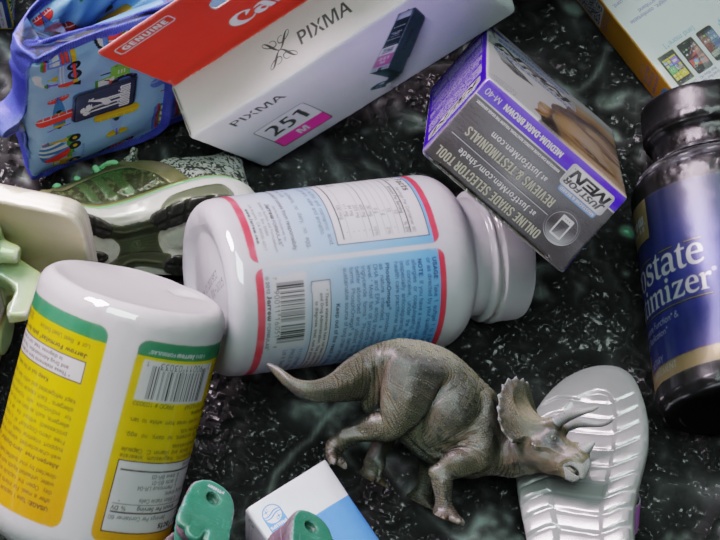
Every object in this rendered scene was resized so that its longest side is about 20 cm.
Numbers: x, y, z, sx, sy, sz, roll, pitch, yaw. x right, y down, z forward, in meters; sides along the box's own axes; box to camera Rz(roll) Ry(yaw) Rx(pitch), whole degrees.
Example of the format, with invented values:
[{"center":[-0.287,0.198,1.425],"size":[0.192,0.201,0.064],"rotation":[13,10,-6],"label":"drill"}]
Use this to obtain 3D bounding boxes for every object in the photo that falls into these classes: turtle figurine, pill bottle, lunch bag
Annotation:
[{"center":[-0.102,0.202,1.549],"size":[0.149,0.200,0.101],"rotation":[4,47,-36],"label":"turtle figurine"},{"center":[-0.155,0.104,1.600],"size":[0.112,0.113,0.201],"rotation":[16,100,5],"label":"pill bottle"},{"center":[-0.145,-0.144,1.700],"size":[0.199,0.151,0.094],"rotation":[-32,72,-18],"label":"lunch bag"},{"center":[0.000,0.000,1.668],"size":[0.199,0.109,0.109],"rotation":[-6,68,-20],"label":"pill bottle"},{"center":[0.225,-0.009,1.685],"size":[0.111,0.112,0.201],"rotation":[-4,68,-3],"label":"pill bottle"}]

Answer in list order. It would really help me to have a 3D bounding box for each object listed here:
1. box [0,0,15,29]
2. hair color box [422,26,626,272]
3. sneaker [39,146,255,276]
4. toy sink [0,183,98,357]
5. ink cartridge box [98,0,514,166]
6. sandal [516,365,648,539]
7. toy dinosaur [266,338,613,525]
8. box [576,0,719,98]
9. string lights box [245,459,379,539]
[{"center":[-0.324,-0.194,1.769],"size":[0.199,0.070,0.065],"rotation":[-1,69,-2],"label":"box"},{"center":[0.098,-0.078,1.649],"size":[0.109,0.200,0.065],"rotation":[40,104,-8],"label":"hair color box"},{"center":[-0.156,-0.038,1.727],"size":[0.199,0.077,0.089],"rotation":[-3,37,-1],"label":"sneaker"},{"center":[-0.267,0.020,1.641],"size":[0.199,0.131,0.113],"rotation":[11,60,7],"label":"toy sink"},{"center":[-0.030,-0.143,1.655],"size":[0.199,0.173,0.044],"rotation":[-31,68,21],"label":"ink cartridge box"},{"center":[0.136,0.150,1.655],"size":[0.082,0.050,0.204],"rotation":[-7,52,17],"label":"sandal"},{"center":[0.038,0.085,1.642],"size":[0.199,0.077,0.103],"rotation":[28,88,-5],"label":"toy dinosaur"},{"center":[0.210,-0.185,1.794],"size":[0.119,0.042,0.200],"rotation":[-32,75,-13],"label":"box"},{"center":[0.009,0.220,1.595],"size":[0.059,0.103,0.200],"rotation":[-31,73,-14],"label":"string lights box"}]
